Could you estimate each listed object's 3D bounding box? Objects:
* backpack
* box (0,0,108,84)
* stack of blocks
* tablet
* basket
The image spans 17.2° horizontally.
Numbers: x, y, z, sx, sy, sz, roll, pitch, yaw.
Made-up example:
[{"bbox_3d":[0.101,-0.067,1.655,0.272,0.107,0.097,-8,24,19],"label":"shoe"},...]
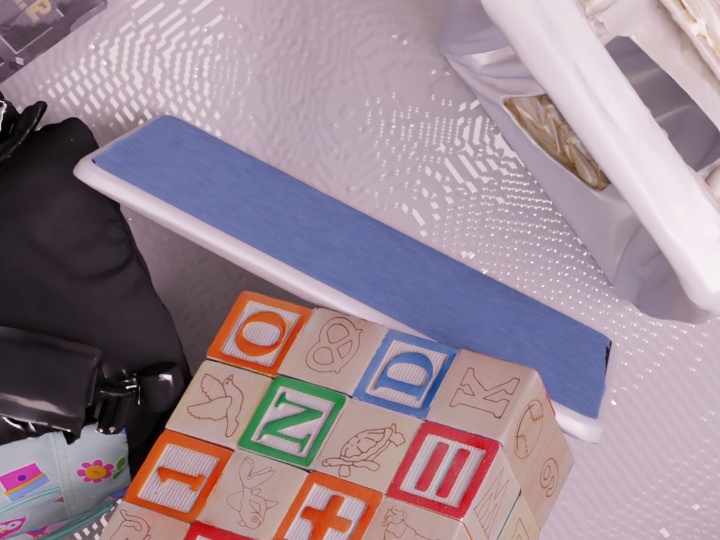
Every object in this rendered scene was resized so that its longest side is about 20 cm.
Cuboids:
[{"bbox_3d":[-0.168,0.043,0.846,0.199,0.127,0.167,-20,50,-12],"label":"backpack"},{"bbox_3d":[-0.207,-0.118,0.835,0.158,0.200,0.048,-36,49,6],"label":"box"},{"bbox_3d":[-0.028,0.113,0.755,0.115,0.059,0.201,14,61,28],"label":"stack of blocks"},{"bbox_3d":[0.000,0.000,0.851,0.199,0.130,0.014,27,104,3],"label":"tablet"},{"bbox_3d":[0.115,-0.071,0.809,0.123,0.200,0.136,-36,90,-1],"label":"basket"}]
